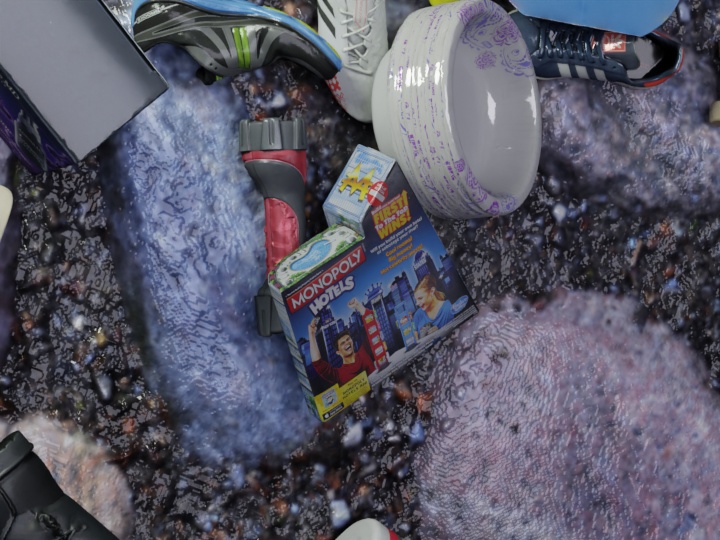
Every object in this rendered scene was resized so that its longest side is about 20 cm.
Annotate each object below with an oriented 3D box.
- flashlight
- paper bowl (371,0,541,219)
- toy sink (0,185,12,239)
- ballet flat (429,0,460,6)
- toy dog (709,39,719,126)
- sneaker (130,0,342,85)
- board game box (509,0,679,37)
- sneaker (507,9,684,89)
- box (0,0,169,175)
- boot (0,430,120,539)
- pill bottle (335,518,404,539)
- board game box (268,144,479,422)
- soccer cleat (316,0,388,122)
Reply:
[{"bbox_3d":[-0.078,-0.040,1.608,0.067,0.068,0.202,-1,91,-4],"label":"flashlight"},{"bbox_3d":[0.084,-0.147,1.621,0.200,0.104,0.202,16,71,-58],"label":"paper bowl"},{"bbox_3d":[-0.397,-0.044,1.463,0.199,0.112,0.131,22,82,-19],"label":"toy sink"},{"bbox_3d":[0.071,-0.341,1.664,0.066,0.067,0.201,-23,97,-18],"label":"ballet flat"},{"bbox_3d":[0.456,-0.194,1.791,0.199,0.096,0.133,-17,96,-20],"label":"toy dog"},{"bbox_3d":[-0.115,-0.207,1.593,0.198,0.071,0.083,13,96,-8],"label":"sneaker"},{"bbox_3d":[0.219,-0.295,1.718,0.198,0.039,0.159,9,62,-4],"label":"board game box"},{"bbox_3d":[0.229,-0.224,1.713,0.198,0.084,0.076,3,89,-20],"label":"sneaker"},{"bbox_3d":[-0.266,-0.172,1.466,0.104,0.200,0.148,-42,103,-16],"label":"box"},{"bbox_3d":[-0.314,0.263,1.511,0.200,0.076,0.168,-43,100,-22],"label":"boot"},{"bbox_3d":[0.054,0.332,1.631,0.200,0.111,0.111,38,77,-16],"label":"pill bottle"},{"bbox_3d":[0.000,0.000,1.587,0.199,0.062,0.201,-33,125,-26],"label":"board game box"},{"bbox_3d":[-0.006,-0.239,1.625,0.068,0.085,0.202,-11,93,-20],"label":"soccer cleat"}]
